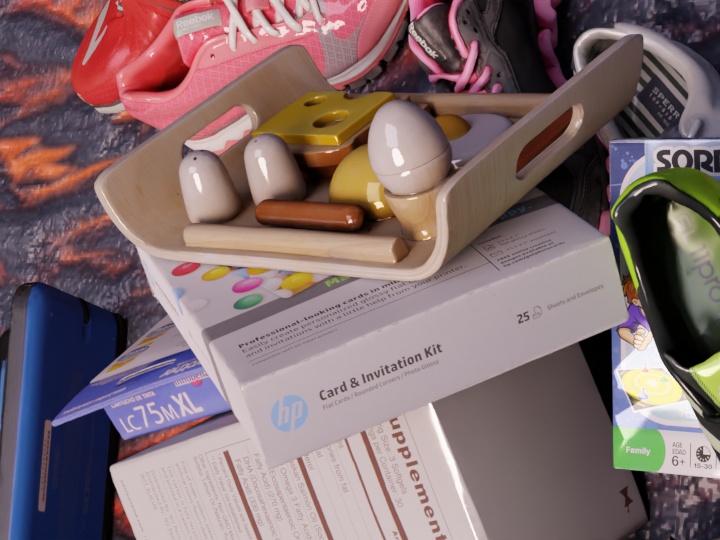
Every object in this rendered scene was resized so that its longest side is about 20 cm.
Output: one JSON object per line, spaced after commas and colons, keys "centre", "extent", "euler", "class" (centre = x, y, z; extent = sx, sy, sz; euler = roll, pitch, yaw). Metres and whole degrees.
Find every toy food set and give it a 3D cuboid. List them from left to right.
{"centre": [0.002, -0.061, 0.812], "extent": [0.199, 0.143, 0.061], "euler": [6, 124, 41], "class": "toy food set"}

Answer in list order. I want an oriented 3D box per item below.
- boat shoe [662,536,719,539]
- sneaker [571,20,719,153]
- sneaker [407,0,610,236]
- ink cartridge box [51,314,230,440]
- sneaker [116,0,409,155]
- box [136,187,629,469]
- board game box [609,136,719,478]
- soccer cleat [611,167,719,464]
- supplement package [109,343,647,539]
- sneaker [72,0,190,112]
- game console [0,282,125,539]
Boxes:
{"centre": [0.160, 0.128, 0.778], "extent": [0.199, 0.067, 0.057], "euler": [-11, 56, 38], "class": "boat shoe"}
{"centre": [0.153, -0.034, 0.814], "extent": [0.073, 0.071, 0.200], "euler": [-57, 47, 19], "class": "sneaker"}
{"centre": [0.058, -0.088, 0.907], "extent": [0.079, 0.095, 0.201], "euler": [-31, 61, 34], "class": "sneaker"}
{"centre": [-0.047, 0.021, 0.929], "extent": [0.119, 0.200, 0.042], "euler": [-19, 105, 41], "class": "ink cartridge box"}
{"centre": [-0.053, -0.125, 1.032], "extent": [0.200, 0.087, 0.074], "euler": [-34, 59, 35], "class": "sneaker"}
{"centre": [0.000, 0.000, 0.811], "extent": [0.200, 0.155, 0.041], "euler": [-135, 26, -65], "class": "box"}
{"centre": [0.193, 0.016, 0.736], "extent": [0.199, 0.034, 0.136], "euler": [1, 96, 33], "class": "board game box"}
{"centre": [0.148, 0.052, 0.694], "extent": [0.067, 0.081, 0.201], "euler": [-34, 76, 21], "class": "soccer cleat"}
{"centre": [0.006, 0.101, 0.872], "extent": [0.200, 0.117, 0.118], "euler": [-21, 92, 40], "class": "supplement package"}
{"centre": [-0.119, -0.182, 1.103], "extent": [0.200, 0.085, 0.077], "euler": [-54, 48, 21], "class": "sneaker"}
{"centre": [-0.206, 0.118, 1.111], "extent": [0.118, 0.171, 0.201], "euler": [-1, 78, 18], "class": "game console"}
